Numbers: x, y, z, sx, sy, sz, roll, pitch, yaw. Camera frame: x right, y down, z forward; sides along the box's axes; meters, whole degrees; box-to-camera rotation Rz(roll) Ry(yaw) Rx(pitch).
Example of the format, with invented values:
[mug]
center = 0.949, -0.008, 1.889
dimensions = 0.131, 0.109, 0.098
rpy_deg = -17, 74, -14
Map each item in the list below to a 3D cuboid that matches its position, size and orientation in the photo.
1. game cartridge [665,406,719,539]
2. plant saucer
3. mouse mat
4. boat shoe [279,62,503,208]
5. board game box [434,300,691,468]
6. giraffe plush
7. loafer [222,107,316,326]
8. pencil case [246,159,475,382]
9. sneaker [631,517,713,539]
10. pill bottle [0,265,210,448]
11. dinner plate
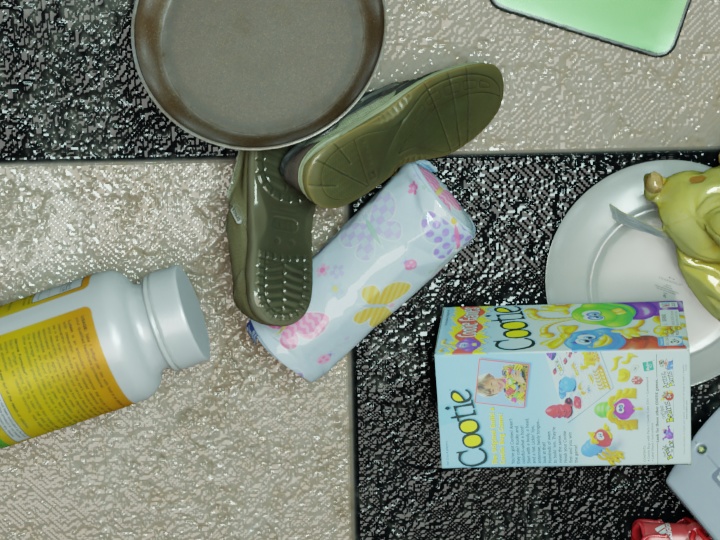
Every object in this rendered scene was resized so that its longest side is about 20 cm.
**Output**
[game cartridge]
center = 0.360, 0.149, 1.425
dimensions = 0.200, 0.041, 0.133
rpy_deg = -40, 66, 3
[plant saucer]
center = -0.078, -0.186, 1.335
dimensions = 0.199, 0.032, 0.201
rpy_deg = -1, 77, 4
[mouse mat]
center = 0.204, -0.283, 1.359
dimensions = 0.160, 0.008, 0.201
rpy_deg = 16, 104, -5
[boat shoe]
center = 0.023, -0.116, 1.351
dimensions = 0.200, 0.066, 0.072
rpy_deg = -31, 127, -26
[board game box]
center = 0.165, 0.092, 1.397
dimensions = 0.199, 0.103, 0.105
rpy_deg = -1, 111, 7
[giraffe plush]
center = 0.323, -0.059, 1.353
dimensions = 0.200, 0.173, 0.162
rpy_deg = 36, 73, 24
[loafer]
center = -0.075, -0.051, 1.364
dimensions = 0.076, 0.067, 0.201
rpy_deg = 19, 68, -33
[pencil case]
center = 0.000, 0.000, 1.398
dimensions = 0.200, 0.091, 0.083
rpy_deg = -41, 137, 11
[sneaker]
center = 0.304, 0.224, 1.465
dimensions = 0.115, 0.078, 0.200
rpy_deg = 28, 102, -9
[pill bottle]
center = -0.229, 0.066, 1.399
dimensions = 0.199, 0.111, 0.111
rpy_deg = -19, 105, 5
[dinner plate]
center = 0.254, 0.008, 1.432
dimensions = 0.199, 0.024, 0.201
rpy_deg = 0, 106, 0
